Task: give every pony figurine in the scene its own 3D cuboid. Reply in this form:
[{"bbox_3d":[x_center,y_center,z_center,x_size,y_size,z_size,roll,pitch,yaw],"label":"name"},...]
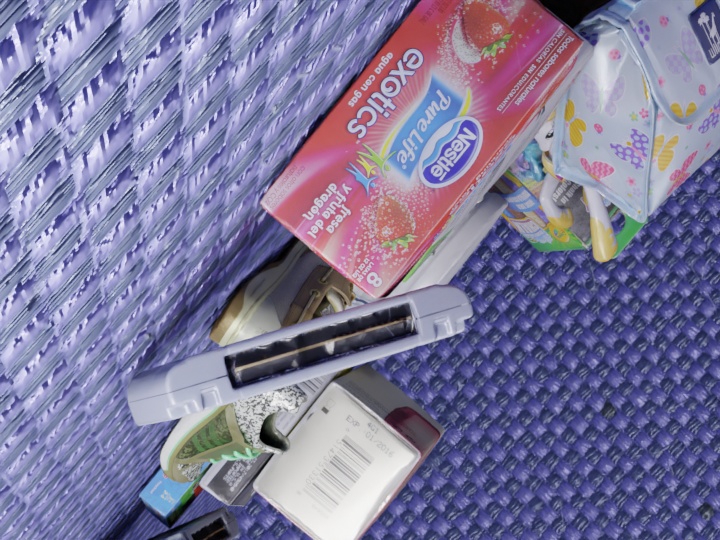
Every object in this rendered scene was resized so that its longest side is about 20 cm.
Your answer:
[{"bbox_3d":[0.215,-0.139,1.642,0.194,0.166,0.200,-58,137,-27],"label":"pony figurine"}]

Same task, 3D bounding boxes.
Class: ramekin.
[{"bbox_3d":[0.047,-0.017,1.700,0.203,0.094,0.202,-51,176,-5],"label":"ramekin"}]

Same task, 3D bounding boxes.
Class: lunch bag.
[{"bbox_3d":[0.255,-0.169,1.447,0.169,0.127,0.201,-38,145,-31],"label":"lunch bag"}]

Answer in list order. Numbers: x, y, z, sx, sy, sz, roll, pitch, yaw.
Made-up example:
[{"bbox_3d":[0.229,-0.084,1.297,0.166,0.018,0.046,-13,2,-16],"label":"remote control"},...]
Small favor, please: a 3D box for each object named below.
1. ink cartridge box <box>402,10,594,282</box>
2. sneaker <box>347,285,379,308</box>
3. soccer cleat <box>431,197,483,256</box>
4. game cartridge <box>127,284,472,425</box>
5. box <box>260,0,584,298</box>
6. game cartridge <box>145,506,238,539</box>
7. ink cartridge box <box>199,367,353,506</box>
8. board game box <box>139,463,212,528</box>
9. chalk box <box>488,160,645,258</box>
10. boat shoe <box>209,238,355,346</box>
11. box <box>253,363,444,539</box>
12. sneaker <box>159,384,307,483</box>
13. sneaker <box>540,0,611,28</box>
[{"bbox_3d":[0.081,-0.107,1.382,0.200,0.084,0.146,-48,175,-29],"label":"ink cartridge box"},{"bbox_3d":[0.000,0.000,1.511,0.071,0.073,0.200,-48,176,6],"label":"sneaker"},{"bbox_3d":[0.093,-0.105,1.565,0.200,0.077,0.069,-52,175,14],"label":"soccer cleat"},{"bbox_3d":[-0.043,0.053,1.086,0.199,0.041,0.133,-16,175,-21],"label":"game cartridge"},{"bbox_3d":[0.039,-0.086,1.066,0.200,0.095,0.100,-51,176,2],"label":"box"},{"bbox_3d":[-0.198,0.274,1.644,0.133,0.042,0.200,-28,176,9],"label":"game cartridge"},{"bbox_3d":[-0.070,0.141,1.681,0.198,0.047,0.200,-53,172,-4],"label":"ink cartridge box"},{"bbox_3d":[-0.133,0.156,1.673,0.200,0.037,0.151,-51,175,-12],"label":"board game box"},{"bbox_3d":[0.207,-0.100,1.788,0.125,0.200,0.124,-49,-166,-13],"label":"chalk box"},{"bbox_3d":[-0.042,0.020,1.300,0.074,0.066,0.200,-54,175,35],"label":"boat shoe"},{"bbox_3d":[-0.006,0.177,1.651,0.128,0.109,0.200,-53,173,7],"label":"box"},{"bbox_3d":[-0.105,0.138,1.468,0.077,0.089,0.200,-47,174,-42],"label":"sneaker"},{"bbox_3d":[0.190,-0.240,1.483,0.201,0.067,0.090,-63,174,29],"label":"sneaker"}]
